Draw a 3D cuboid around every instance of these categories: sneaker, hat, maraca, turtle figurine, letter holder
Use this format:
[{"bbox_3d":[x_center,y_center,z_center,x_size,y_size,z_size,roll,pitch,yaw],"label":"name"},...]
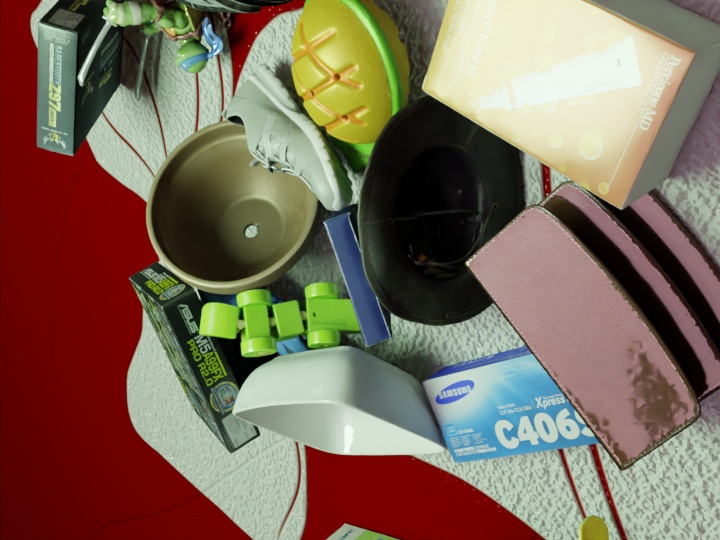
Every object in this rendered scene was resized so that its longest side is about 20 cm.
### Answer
[{"bbox_3d":[-0.077,-0.127,0.873,0.082,0.075,0.201,-39,59,3],"label":"sneaker"},{"bbox_3d":[0.061,-0.057,0.746,0.081,0.197,0.206,21,125,60],"label":"hat"},{"bbox_3d":[-0.006,-0.173,0.792,0.136,0.106,0.203,34,147,42],"label":"maraca"},{"bbox_3d":[-0.142,0.095,1.042,0.146,0.076,0.205,47,144,33],"label":"sneaker"},{"bbox_3d":[-0.258,-0.311,0.932,0.196,0.143,0.199,-10,94,33],"label":"turtle figurine"},{"bbox_3d":[-0.099,0.052,0.964,0.199,0.067,0.078,38,142,-11],"label":"sneaker"},{"bbox_3d":[0.206,0.023,0.655,0.142,0.100,0.202,-41,80,24],"label":"letter holder"}]

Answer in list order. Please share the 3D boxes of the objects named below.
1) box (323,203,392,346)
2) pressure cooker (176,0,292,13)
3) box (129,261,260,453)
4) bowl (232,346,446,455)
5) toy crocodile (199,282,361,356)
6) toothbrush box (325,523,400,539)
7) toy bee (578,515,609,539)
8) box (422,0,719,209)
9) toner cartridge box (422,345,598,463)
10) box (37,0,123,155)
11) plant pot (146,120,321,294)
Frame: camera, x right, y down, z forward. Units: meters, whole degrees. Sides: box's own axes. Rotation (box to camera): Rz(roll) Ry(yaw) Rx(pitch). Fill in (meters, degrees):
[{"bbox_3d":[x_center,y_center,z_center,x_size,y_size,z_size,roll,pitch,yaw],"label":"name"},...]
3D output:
[{"bbox_3d":[0.000,0.000,0.813,0.032,0.200,0.124,-19,96,3],"label":"box"},{"bbox_3d":[-0.110,-0.334,0.743,0.198,0.174,0.182,24,137,47],"label":"pressure cooker"},{"bbox_3d":[-0.201,0.101,0.986,0.159,0.044,0.204,22,137,60],"label":"box"},{"bbox_3d":[-0.020,0.144,0.905,0.197,0.198,0.076,-14,59,42],"label":"bowl"},{"bbox_3d":[-0.078,0.056,0.902,0.062,0.195,0.069,142,121,-65],"label":"toy crocodile"},{"bbox_3d":[0.039,0.420,1.019,0.197,0.085,0.149,-2,107,42],"label":"toothbrush box"},{"bbox_3d":[0.212,0.318,0.784,0.199,0.107,0.133,-41,61,33],"label":"toy bee"},{"bbox_3d":[0.163,-0.161,0.640,0.199,0.097,0.126,36,129,26],"label":"box"},{"bbox_3d":[0.158,0.129,0.811,0.198,0.043,0.097,-23,89,46],"label":"toner cartridge box"},{"bbox_3d":[-0.339,-0.261,1.004,0.050,0.202,0.160,13,126,-6],"label":"box"},{"bbox_3d":[-0.135,-0.061,0.936,0.200,0.201,0.093,41,171,21],"label":"plant pot"}]
